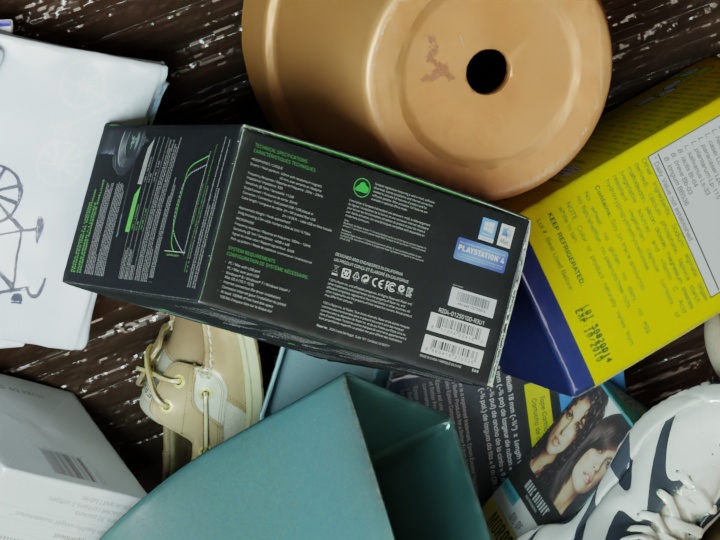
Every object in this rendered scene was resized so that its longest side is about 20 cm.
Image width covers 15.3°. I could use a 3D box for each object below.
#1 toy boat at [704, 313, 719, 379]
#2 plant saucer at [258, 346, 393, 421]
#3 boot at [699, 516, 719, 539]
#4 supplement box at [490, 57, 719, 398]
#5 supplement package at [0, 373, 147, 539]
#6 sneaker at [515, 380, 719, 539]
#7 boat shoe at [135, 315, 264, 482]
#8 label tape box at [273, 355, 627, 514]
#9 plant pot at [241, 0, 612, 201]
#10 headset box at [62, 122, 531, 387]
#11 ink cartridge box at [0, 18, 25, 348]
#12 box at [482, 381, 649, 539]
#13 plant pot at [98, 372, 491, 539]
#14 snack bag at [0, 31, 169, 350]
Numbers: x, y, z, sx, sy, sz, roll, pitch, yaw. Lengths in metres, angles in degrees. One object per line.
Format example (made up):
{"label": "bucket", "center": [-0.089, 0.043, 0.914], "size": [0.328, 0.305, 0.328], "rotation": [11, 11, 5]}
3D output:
{"label": "toy boat", "center": [0.298, 0.018, 1.562], "size": [0.131, 0.200, 0.131], "rotation": [-33, 97, 42]}
{"label": "plant saucer", "center": [0.000, 0.000, 1.529], "size": [0.070, 0.019, 0.201], "rotation": [17, 90, -17]}
{"label": "boot", "center": [0.242, 0.147, 1.592], "size": [0.175, 0.200, 0.066], "rotation": [-37, 98, -21]}
{"label": "supplement box", "center": [0.160, -0.028, 1.515], "size": [0.199, 0.109, 0.109], "rotation": [-29, 104, -14]}
{"label": "supplement package", "center": [-0.230, 0.168, 1.521], "size": [0.113, 0.110, 0.201], "rotation": [18, 111, -43]}
{"label": "sneaker", "center": [0.165, 0.156, 1.468], "size": [0.199, 0.130, 0.080], "rotation": [-36, 120, 2]}
{"label": "boat shoe", "center": [-0.094, 0.072, 1.547], "size": [0.066, 0.074, 0.201], "rotation": [-14, 120, -15]}
{"label": "label tape box", "center": [0.059, 0.100, 1.613], "size": [0.199, 0.063, 0.145], "rotation": [-15, 120, -11]}
{"label": "plant pot", "center": [0.048, -0.119, 1.434], "size": [0.199, 0.140, 0.201], "rotation": [-5, 108, -16]}
{"label": "headset box", "center": [-0.039, -0.010, 1.402], "size": [0.173, 0.200, 0.093], "rotation": [17, 85, -26]}
{"label": "ink cartridge box", "center": [-0.235, -0.047, 1.467], "size": [0.094, 0.037, 0.201], "rotation": [-5, 120, -13]}
{"label": "box", "center": [0.104, 0.164, 1.575], "size": [0.049, 0.082, 0.200], "rotation": [33, 101, -28]}
{"label": "plant pot", "center": [-0.042, 0.171, 1.463], "size": [0.199, 0.142, 0.141], "rotation": [-26, 157, 19]}
{"label": "snack bag", "center": [-0.217, -0.042, 1.444], "size": [0.199, 0.021, 0.190], "rotation": [10, 113, -22]}
